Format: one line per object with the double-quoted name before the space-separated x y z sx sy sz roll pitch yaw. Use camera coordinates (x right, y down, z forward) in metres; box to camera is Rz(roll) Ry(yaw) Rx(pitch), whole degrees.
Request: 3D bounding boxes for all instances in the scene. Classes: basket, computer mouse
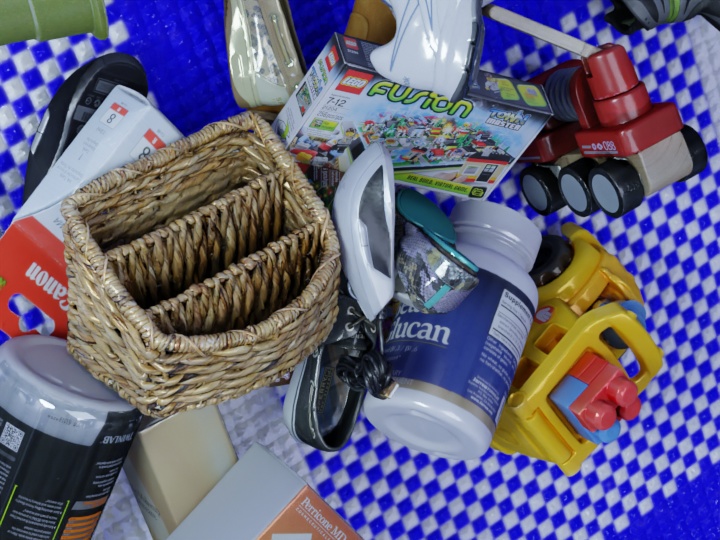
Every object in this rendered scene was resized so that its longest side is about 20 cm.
"basket" -0.109 -0.002 1.538 0.200 0.143 0.150 -27 136 -35
"computer mouse" -0.245 -0.081 1.559 0.140 0.046 0.201 6 110 -49
"computer mouse" 0.000 0.000 1.604 0.044 0.110 0.201 -2 96 -10

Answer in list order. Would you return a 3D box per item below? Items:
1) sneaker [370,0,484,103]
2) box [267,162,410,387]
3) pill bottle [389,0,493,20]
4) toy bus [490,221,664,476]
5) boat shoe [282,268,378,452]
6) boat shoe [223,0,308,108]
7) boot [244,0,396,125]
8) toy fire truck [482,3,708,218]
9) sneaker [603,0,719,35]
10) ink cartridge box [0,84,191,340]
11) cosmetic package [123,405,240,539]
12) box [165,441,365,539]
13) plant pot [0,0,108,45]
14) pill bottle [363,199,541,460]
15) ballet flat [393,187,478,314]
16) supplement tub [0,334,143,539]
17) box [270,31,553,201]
"sneaker" 0.058 -0.228 1.526 0.087 0.075 0.201 11 87 9
"box" -0.026 -0.011 1.724 0.136 0.039 0.201 -8 108 -30
"pill bottle" 0.040 -0.290 1.611 0.113 0.113 0.201 -31 96 -20
"toy bus" 0.192 0.075 1.792 0.200 0.192 0.136 -48 121 -13
"boat shoe" -0.012 0.052 1.692 0.068 0.057 0.201 7 101 -32
"boat shoe" -0.074 -0.227 1.599 0.062 0.073 0.201 -2 108 7
"boot" -0.001 -0.183 1.683 0.200 0.071 0.145 -1 92 -24
"toy fire truck" 0.172 -0.148 1.734 0.128 0.176 0.201 -27 104 -22
"sneaker" 0.257 -0.243 1.818 0.199 0.071 0.083 15 101 -29
"ink cartridge box" -0.194 -0.020 1.582 0.200 0.050 0.162 -56 145 -10
"cosmetic package" -0.137 0.181 1.673 0.071 0.105 0.201 -29 115 -19
"box" -0.092 0.257 1.604 0.200 0.097 0.124 -48 121 -7
"plant pot" -0.299 -0.221 1.428 0.189 0.200 0.201 -22 115 -10
"pill bottle" 0.084 0.046 1.724 0.111 0.111 0.201 37 62 -33
"ballet flat" 0.043 -0.012 1.639 0.072 0.200 0.072 -2 107 -7
"supplement tub" -0.252 0.161 1.573 0.122 0.123 0.201 14 110 -33
"box" 0.040 -0.118 1.627 0.199 0.035 0.110 10 135 -31
